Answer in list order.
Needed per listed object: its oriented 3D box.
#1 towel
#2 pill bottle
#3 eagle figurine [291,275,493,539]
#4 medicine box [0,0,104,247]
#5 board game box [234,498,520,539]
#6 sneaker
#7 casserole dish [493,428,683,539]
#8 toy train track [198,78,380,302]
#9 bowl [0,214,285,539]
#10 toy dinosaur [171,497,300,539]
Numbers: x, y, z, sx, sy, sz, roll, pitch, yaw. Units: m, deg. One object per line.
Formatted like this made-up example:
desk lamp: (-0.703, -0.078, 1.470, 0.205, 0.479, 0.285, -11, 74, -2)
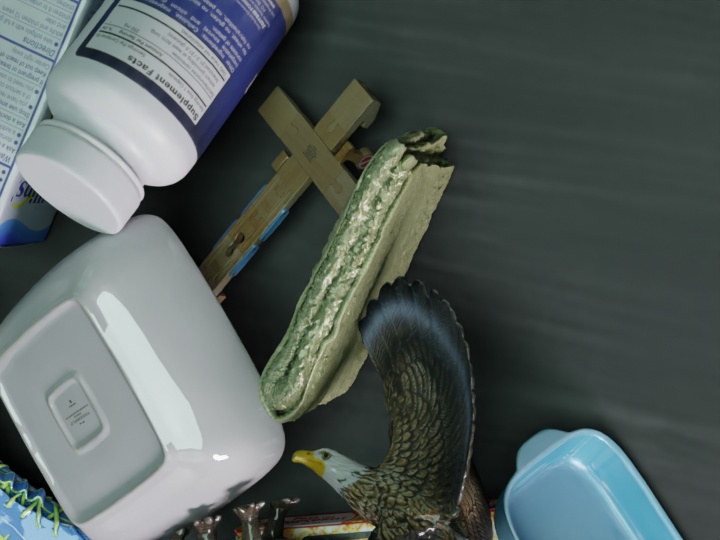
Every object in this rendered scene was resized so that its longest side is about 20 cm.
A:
towel: (0.000, 0.000, 1.201, 0.036, 0.148, 0.201, 26, 100, 12)
pill bottle: (-0.135, -0.127, 1.205, 0.111, 0.111, 0.201, 30, 70, 10)
eagle figurine: (0.033, 0.125, 1.142, 0.151, 0.201, 0.151, 39, 145, -19)
medicine box: (-0.278, -0.143, 1.277, 0.181, 0.103, 0.201, 25, 98, 10)
board game box: (0.022, 0.240, 1.254, 0.198, 0.046, 0.153, -6, 90, 13)
sneaker: (-0.235, 0.174, 1.300, 0.104, 0.076, 0.201, -17, 101, 3)
casserole dish: (0.158, 0.197, 1.197, 0.201, 0.121, 0.039, 57, 140, 4)
toy train track: (-0.051, -0.046, 1.263, 0.200, 0.032, 0.115, -48, 59, 18)
bowl: (-0.166, 0.084, 1.233, 0.200, 0.074, 0.201, -35, 82, 43)
toy dinosaur: (-0.077, 0.210, 1.214, 0.199, 0.077, 0.103, -18, 80, 11)
